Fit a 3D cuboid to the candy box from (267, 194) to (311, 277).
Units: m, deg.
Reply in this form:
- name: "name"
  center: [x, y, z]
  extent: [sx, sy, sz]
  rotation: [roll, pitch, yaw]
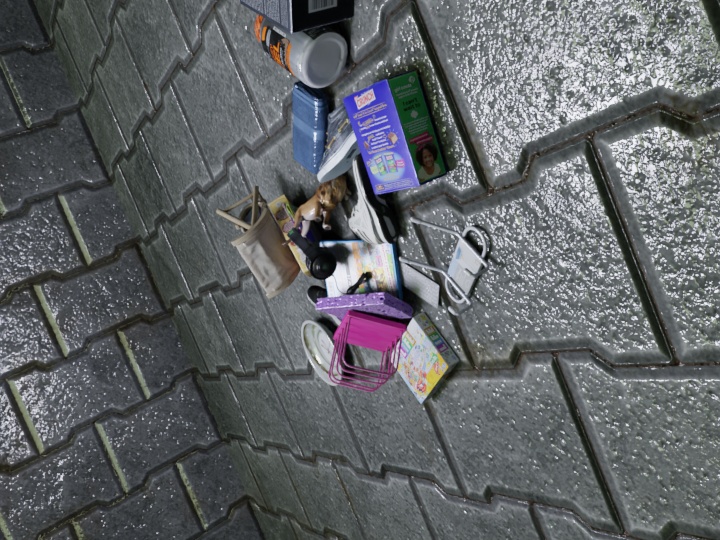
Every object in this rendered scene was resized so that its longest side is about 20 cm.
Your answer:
- name: "candy box"
  center: [-0.162, -0.087, 1.871]
  extent: [0.202, 0.056, 0.117]
  rotation: [60, 180, 7]

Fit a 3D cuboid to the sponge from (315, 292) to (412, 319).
- name: "sponge"
  center: [0.007, 0.084, 1.638]
  extent: [0.198, 0.111, 0.030]
  rotation: [-7, 68, 38]

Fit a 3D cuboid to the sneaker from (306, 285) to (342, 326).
- name: "sneaker"
  center: [-0.061, 0.070, 1.873]
  extent: [0.199, 0.075, 0.089]
  rotation: [33, 124, 39]

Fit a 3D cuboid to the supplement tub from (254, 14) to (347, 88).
- name: "supplement tub"
  center: [-0.127, -0.471, 1.497]
  extent: [0.200, 0.121, 0.124]
  rotation: [43, 144, 35]

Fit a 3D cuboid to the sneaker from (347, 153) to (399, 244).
- name: "sneaker"
  center: [0.001, -0.145, 1.556]
  extent: [0.114, 0.075, 0.203]
  rotation: [-5, 110, 43]

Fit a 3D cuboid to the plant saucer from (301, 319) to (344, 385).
- name: "plant saucer"
  center: [-0.095, 0.224, 2.049]
  extent: [0.200, 0.050, 0.202]
  rotation: [39, 143, 38]

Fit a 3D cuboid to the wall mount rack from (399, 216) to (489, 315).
- name: "wall mount rack"
  center: [0.164, -0.017, 1.406]
  extent: [0.174, 0.074, 0.201]
  rotation: [49, 147, 27]

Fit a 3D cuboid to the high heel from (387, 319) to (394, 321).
- name: "high heel"
  center: [0.004, 0.069, 1.741]
  extent: [0.096, 0.067, 0.202]
  rotation: [-23, 95, 51]

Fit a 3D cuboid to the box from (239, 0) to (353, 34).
- name: "box"
  center: [-0.129, -0.555, 1.408]
  extent: [0.200, 0.147, 0.108]
  rotation: [41, 143, 37]

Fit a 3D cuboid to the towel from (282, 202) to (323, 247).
- name: "towel"
  center: [-0.114, -0.080, 1.798]
  extent: [0.202, 0.023, 0.143]
  rotation: [59, -166, 12]

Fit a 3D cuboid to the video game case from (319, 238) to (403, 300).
- name: "video game case"
  center: [0.000, 0.000, 1.655]
  extent: [0.198, 0.018, 0.145]
  rotation: [0, 105, 34]

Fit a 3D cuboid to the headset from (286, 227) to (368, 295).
- name: "headset"
  center: [-0.078, -0.026, 1.619]
  extent: [0.200, 0.094, 0.123]
  rotation: [47, 179, -6]

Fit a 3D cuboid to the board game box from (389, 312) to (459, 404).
- name: "board game box"
  center: [0.141, 0.203, 1.654]
  extent: [0.135, 0.034, 0.201]
  rotation: [54, 149, 21]

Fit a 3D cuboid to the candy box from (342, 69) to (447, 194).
- name: "candy box"
  center: [0.064, -0.259, 1.387]
  extent: [0.168, 0.076, 0.203]
  rotation: [0, 113, 60]

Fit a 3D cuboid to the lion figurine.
- name: "lion figurine"
  center: [-0.108, -0.139, 1.682]
  extent: [0.198, 0.072, 0.124]
  rotation: [-24, 49, 36]

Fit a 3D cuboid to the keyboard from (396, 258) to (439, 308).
- name: "keyboard"
  center: [0.105, 0.014, 1.595]
  extent: [0.199, 0.011, 0.057]
  rotation: [34, 139, 43]

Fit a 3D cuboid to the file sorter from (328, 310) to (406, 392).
- name: "file sorter"
  center: [0.009, 0.196, 1.687]
  extent: [0.200, 0.137, 0.127]
  rotation: [119, 163, -66]

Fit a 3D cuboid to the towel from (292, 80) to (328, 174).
- name: "towel"
  center: [-0.111, -0.326, 1.658]
  extent: [0.112, 0.048, 0.202]
  rotation: [43, 144, 35]

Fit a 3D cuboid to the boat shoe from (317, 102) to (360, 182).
- name: "boat shoe"
  center: [-0.047, -0.277, 1.566]
  extent: [0.200, 0.070, 0.092]
  rotation: [-42, 71, 48]

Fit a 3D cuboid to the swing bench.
- name: "swing bench"
  center: [-0.254, -0.074, 1.880]
  extent: [0.200, 0.129, 0.200]
  rotation: [62, 175, -37]
